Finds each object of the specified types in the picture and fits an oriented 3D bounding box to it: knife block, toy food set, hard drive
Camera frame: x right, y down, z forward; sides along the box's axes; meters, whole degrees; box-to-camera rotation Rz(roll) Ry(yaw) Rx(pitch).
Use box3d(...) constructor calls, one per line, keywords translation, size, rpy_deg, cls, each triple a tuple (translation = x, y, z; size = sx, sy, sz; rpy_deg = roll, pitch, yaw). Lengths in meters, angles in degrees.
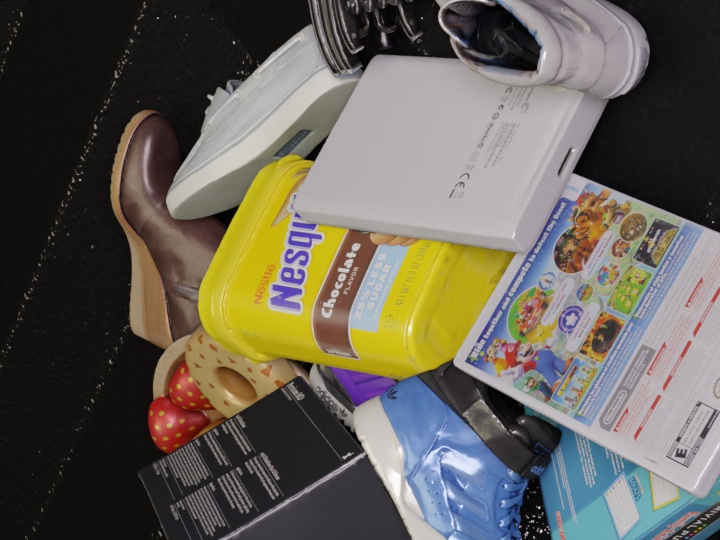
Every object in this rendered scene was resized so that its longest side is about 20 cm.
box3d(translation=(-0.021, -0.241, 1.320), size=(0.200, 0.064, 0.176), rpy_deg=(57, 152, 38), cls="knife block")
box3d(translation=(-0.085, 0.134, 1.499), size=(0.198, 0.049, 0.200), rpy_deg=(51, 135, -5), cls="toy food set")
box3d(translation=(0.058, -0.081, 1.266), size=(0.200, 0.132, 0.027), rpy_deg=(10, 154, 44), cls="hard drive")

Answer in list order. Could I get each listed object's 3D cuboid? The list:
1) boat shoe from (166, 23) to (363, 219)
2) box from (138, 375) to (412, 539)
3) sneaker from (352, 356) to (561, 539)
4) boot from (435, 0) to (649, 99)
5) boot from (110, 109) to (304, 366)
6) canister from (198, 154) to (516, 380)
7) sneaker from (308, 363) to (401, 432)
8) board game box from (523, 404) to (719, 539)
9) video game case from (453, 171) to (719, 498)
box3d(translation=(-0.077, -0.111, 1.425), size=(0.201, 0.070, 0.072), rpy_deg=(-37, 66, 32), cls="boat shoe")
box3d(translation=(-0.063, 0.160, 1.318), size=(0.079, 0.141, 0.200), rpy_deg=(59, 175, -17), cls="box")
box3d(translation=(0.088, 0.149, 1.218), size=(0.111, 0.077, 0.200), rpy_deg=(-31, 77, 8), cls="sneaker")
box3d(translation=(0.084, -0.166, 1.201), size=(0.200, 0.095, 0.074), rpy_deg=(35, 117, 45), cls="boot")
box3d(translation=(-0.112, -0.023, 1.515), size=(0.166, 0.072, 0.201), rpy_deg=(9, 109, 32), cls="boot")
box3d(translation=(0.000, 0.000, 1.337), size=(0.200, 0.087, 0.149), rpy_deg=(8, 65, 43), cls="canister")
box3d(translation=(0.042, 0.084, 1.367), size=(0.200, 0.069, 0.100), rpy_deg=(36, 124, 33), cls="sneaker")
box3d(translation=(0.185, 0.094, 1.192), size=(0.200, 0.047, 0.151), rpy_deg=(-46, 43, 44), cls="board game box")
box3d(translation=(0.161, 0.033, 1.142), size=(0.200, 0.018, 0.143), rpy_deg=(27, 85, 44), cls="video game case")
